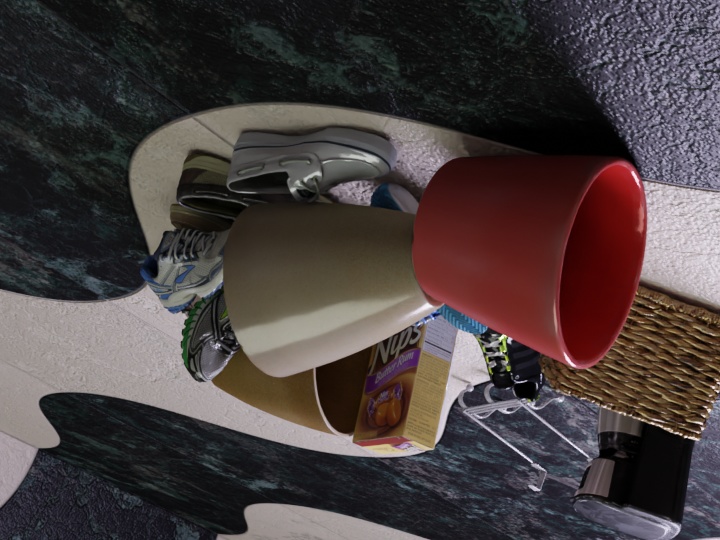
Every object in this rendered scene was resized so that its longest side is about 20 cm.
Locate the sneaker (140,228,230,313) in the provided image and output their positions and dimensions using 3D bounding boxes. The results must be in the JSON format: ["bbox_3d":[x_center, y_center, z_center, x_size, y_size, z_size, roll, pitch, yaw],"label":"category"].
[{"bbox_3d":[-0.207,-0.013,1.520,0.085,0.077,0.199,43,137,-16],"label":"sneaker"}]

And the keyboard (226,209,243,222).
[{"bbox_3d":[-0.104,-0.055,1.538,0.198,0.040,0.104,25,180,-18],"label":"keyboard"}]

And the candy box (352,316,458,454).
[{"bbox_3d":[0.060,0.125,1.585,0.056,0.203,0.116,25,157,-27],"label":"candy box"}]

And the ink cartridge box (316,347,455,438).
[{"bbox_3d":[0.018,0.148,1.723,0.197,0.149,0.084,11,-170,16],"label":"ink cartridge box"}]

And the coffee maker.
[{"bbox_3d":[0.379,0.230,1.585,0.189,0.203,0.135,6,156,26],"label":"coffee maker"}]

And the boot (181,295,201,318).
[{"bbox_3d":[-0.172,0.063,1.781,0.145,0.071,0.201,-11,130,38],"label":"boot"}]

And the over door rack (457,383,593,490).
[{"bbox_3d":[0.254,0.232,1.840,0.200,0.067,0.147,48,149,-14],"label":"over door rack"}]

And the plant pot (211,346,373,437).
[{"bbox_3d":[-0.096,0.111,1.630,0.197,0.189,0.187,2,153,29],"label":"plant pot"}]

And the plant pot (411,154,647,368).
[{"bbox_3d":[0.158,-0.025,1.209,0.175,0.202,0.201,15,160,34],"label":"plant pot"}]

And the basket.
[{"bbox_3d":[0.326,0.085,1.476,0.197,0.151,0.143,19,-169,-2],"label":"basket"}]

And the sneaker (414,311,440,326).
[{"bbox_3d":[0.091,0.032,1.512,0.197,0.078,0.076,5,153,27],"label":"sneaker"}]

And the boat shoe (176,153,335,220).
[{"bbox_3d":[-0.117,-0.071,1.446,0.198,0.067,0.072,19,157,-3],"label":"boat shoe"}]

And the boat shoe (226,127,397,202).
[{"bbox_3d":[-0.053,-0.103,1.323,0.198,0.068,0.074,2,153,34],"label":"boat shoe"}]

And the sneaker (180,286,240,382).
[{"bbox_3d":[-0.148,0.051,1.547,0.085,0.201,0.078,21,162,41],"label":"sneaker"}]

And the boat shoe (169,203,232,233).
[{"bbox_3d":[-0.177,-0.019,1.604,0.071,0.066,0.200,13,161,39],"label":"boat shoe"}]

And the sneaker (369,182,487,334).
[{"bbox_3d":[0.086,-0.025,1.396,0.200,0.081,0.076,49,149,-18],"label":"sneaker"}]

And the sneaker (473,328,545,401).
[{"bbox_3d":[0.191,0.109,1.605,0.071,0.084,0.200,-2,151,39],"label":"sneaker"}]

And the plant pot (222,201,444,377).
[{"bbox_3d":[-0.011,0.007,1.320,0.197,0.190,0.187,-9,147,28],"label":"plant pot"}]
